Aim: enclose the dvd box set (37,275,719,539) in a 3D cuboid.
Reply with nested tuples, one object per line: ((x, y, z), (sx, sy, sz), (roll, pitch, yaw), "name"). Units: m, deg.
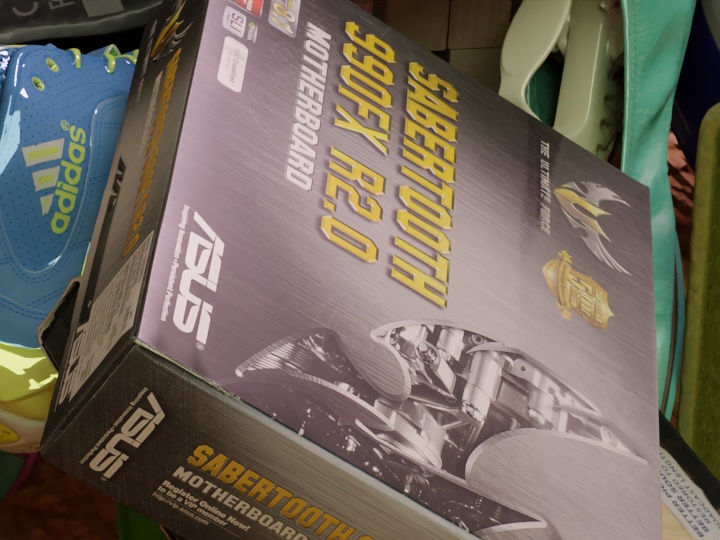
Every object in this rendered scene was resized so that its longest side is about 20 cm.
((0.021, 0.055, 0.768), (0.200, 0.029, 0.146), (-3, 48, -49), "dvd box set")

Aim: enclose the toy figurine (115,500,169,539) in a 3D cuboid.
((0.028, 0.117, 0.829), (0.183, 0.150, 0.201), (7, 51, -25), "toy figurine")

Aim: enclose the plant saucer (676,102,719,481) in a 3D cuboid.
((0.205, 0.040, 0.872), (0.199, 0.201, 0.048), (7, 24, 12), "plant saucer")

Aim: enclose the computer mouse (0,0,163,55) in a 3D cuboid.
((-0.148, -0.100, 0.871), (0.199, 0.046, 0.141), (-21, 59, -16), "computer mouse")

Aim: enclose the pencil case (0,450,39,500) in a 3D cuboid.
((-0.178, -0.004, 0.867), (0.199, 0.085, 0.093), (25, 74, 1), "pencil case")

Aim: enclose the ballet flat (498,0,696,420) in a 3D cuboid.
((0.070, -0.031, 0.901), (0.070, 0.067, 0.201), (17, 71, -32), "ballet flat")

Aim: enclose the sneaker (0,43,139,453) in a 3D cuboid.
((-0.069, -0.043, 0.803), (0.105, 0.076, 0.200), (59, 46, -26), "sneaker")

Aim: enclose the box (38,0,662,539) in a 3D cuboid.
((0.006, 0.010, 0.722), (0.158, 0.048, 0.200), (31, 33, -16), "box")

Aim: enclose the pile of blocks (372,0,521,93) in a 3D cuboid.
((0.059, -0.104, 1.007), (0.082, 0.062, 0.200), (21, 30, 32), "pile of blocks")

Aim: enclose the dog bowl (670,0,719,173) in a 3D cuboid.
((0.211, -0.082, 0.964), (0.199, 0.079, 0.201), (7, 54, -9), "dog bowl")
